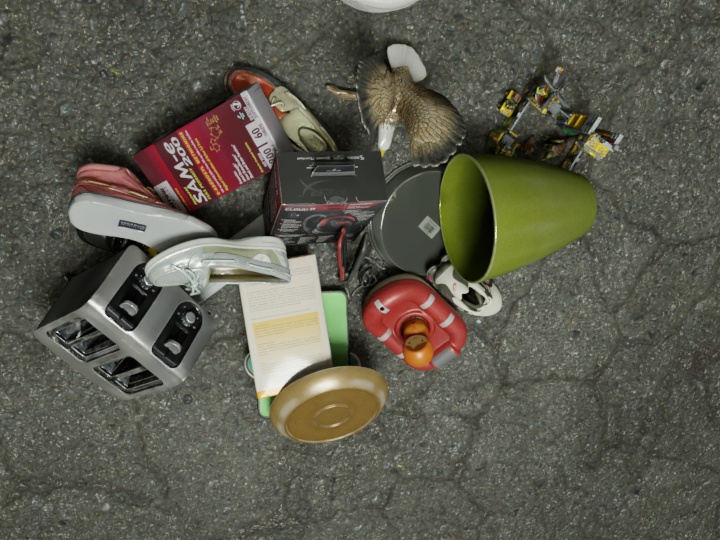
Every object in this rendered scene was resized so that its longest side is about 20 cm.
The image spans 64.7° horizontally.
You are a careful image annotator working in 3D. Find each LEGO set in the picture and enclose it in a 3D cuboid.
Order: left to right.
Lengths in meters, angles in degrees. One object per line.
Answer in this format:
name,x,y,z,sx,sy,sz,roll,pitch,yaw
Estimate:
LEGO set,0.311,-0.203,0.898,0.199,0.116,0.154,37,99,-22

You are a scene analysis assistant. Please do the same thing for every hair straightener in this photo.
hair straightener,0.000,0.000,0.890,0.075,0.042,0.201,11,152,2

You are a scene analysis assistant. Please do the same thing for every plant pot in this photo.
plant pot,-0.046,0.223,0.904,0.196,0.028,0.202,-11,137,-10
plant pot,0.245,-0.089,0.856,0.196,0.187,0.191,-8,112,-14

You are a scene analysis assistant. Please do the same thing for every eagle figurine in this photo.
eagle figurine,0.050,-0.227,0.786,0.149,0.200,0.154,-21,111,-7

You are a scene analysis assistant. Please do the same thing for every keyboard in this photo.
keyboard,-0.204,-0.020,0.913,0.198,0.011,0.057,-36,108,2

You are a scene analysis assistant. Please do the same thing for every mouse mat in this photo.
mouse mat,-0.094,0.137,0.937,0.157,0.008,0.205,-2,89,-10

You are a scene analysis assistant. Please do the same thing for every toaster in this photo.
toaster,-0.344,0.080,0.825,0.197,0.120,0.182,-19,125,32

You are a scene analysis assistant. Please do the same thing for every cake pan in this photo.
cake pan,0.111,-0.080,0.944,0.195,0.037,0.205,-4,111,-11

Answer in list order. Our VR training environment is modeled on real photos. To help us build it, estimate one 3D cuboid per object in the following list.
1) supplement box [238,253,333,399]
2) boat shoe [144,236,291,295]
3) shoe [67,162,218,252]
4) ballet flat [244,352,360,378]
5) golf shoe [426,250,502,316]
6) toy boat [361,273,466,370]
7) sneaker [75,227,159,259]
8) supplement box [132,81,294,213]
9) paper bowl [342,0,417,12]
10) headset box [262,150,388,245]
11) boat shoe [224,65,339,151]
supplement box,-0.118,0.083,0.893,0.123,0.073,0.205,-9,92,-11
boat shoe,-0.193,-0.002,0.789,0.198,0.066,0.074,-6,157,-30
shoe,-0.291,-0.084,0.783,0.197,0.092,0.072,15,130,-32
ballet flat,-0.098,0.164,0.972,0.195,0.070,0.071,3,110,-10
golf shoe,0.189,0.047,0.964,0.198,0.089,0.077,28,110,-42
toy boat,0.091,0.106,0.947,0.130,0.132,0.199,-40,114,21
sneaker,-0.317,-0.045,0.833,0.196,0.090,0.071,12,108,-16
supplement box,-0.205,-0.165,0.799,0.197,0.061,0.110,-23,114,18
paper bowl,0.031,-0.455,0.753,0.196,0.105,0.205,-4,112,-10
headset box,-0.055,-0.101,0.802,0.145,0.200,0.077,-5,77,-16
boat shoe,-0.111,-0.223,0.829,0.199,0.063,0.071,38,101,-20
